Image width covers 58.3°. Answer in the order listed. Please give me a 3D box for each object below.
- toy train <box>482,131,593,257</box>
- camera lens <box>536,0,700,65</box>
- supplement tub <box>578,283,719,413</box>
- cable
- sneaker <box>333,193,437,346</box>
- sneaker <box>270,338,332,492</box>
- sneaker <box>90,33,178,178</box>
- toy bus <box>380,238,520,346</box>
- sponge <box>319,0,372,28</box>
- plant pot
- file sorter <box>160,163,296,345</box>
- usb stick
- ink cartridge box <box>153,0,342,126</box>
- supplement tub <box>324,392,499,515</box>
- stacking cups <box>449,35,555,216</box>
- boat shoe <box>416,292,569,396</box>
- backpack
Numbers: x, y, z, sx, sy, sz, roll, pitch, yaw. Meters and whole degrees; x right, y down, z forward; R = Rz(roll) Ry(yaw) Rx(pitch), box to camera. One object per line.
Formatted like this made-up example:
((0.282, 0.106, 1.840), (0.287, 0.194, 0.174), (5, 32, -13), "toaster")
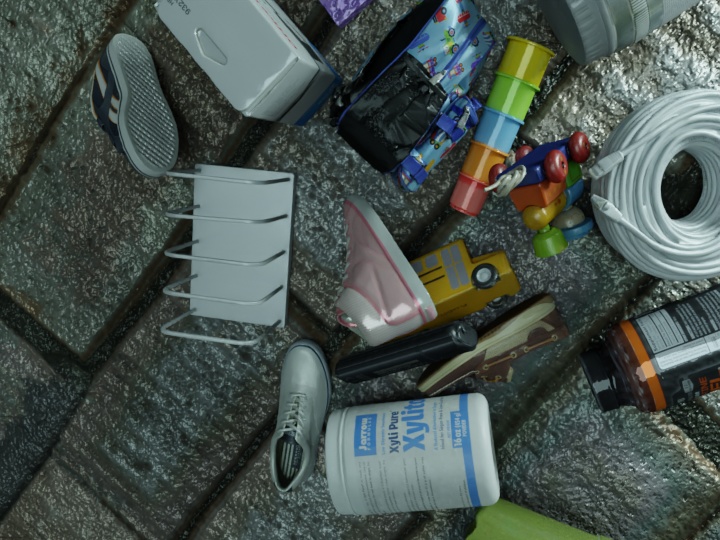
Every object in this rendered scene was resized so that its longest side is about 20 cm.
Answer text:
((0.190, -0.065, 0.698), (0.084, 0.199, 0.118), (-8, 109, 43), "toy train")
((0.275, -0.322, 0.632), (0.198, 0.160, 0.162), (-31, 93, 15), "camera lens")
((0.355, 0.094, 0.732), (0.197, 0.107, 0.109), (-24, 94, 14), "supplement tub")
((0.352, -0.090, 0.701), (0.200, 0.069, 0.200), (-42, 100, 1), "cable")
((0.000, 0.000, 0.753), (0.104, 0.076, 0.202), (-31, 55, 1), "sneaker")
((-0.079, 0.195, 0.849), (0.071, 0.071, 0.205), (5, 100, 10), "sneaker")
((-0.285, -0.191, 0.808), (0.079, 0.078, 0.203), (-34, 64, 35), "sneaker")
((0.088, 0.026, 0.782), (0.197, 0.065, 0.079), (-25, 56, 14), "toy bus")
((-0.041, -0.405, 0.765), (0.111, 0.030, 0.201), (-37, 91, 14), "sponge")
((0.208, 0.373, 0.778), (0.187, 0.199, 0.203), (26, 103, 17), "plant pot")
((-0.167, -0.024, 0.804), (0.136, 0.125, 0.205), (6, 100, 9), "file sorter")
((0.052, 0.103, 0.787), (0.198, 0.055, 0.033), (-23, 60, 37), "usb stick")
((-0.112, -0.246, 0.716), (0.083, 0.200, 0.146), (-41, 90, 14), "ink cartridge box")
((0.066, 0.227, 0.796), (0.196, 0.132, 0.135), (-9, 98, 11), "supplement tub")
((0.159, -0.162, 0.749), (0.059, 0.060, 0.204), (21, 103, 6), "stacking cups")
((0.163, 0.108, 0.791), (0.198, 0.072, 0.073), (-34, 91, 8), "boat shoe")
((0.070, -0.203, 0.708), (0.134, 0.183, 0.201), (41, 93, -7), "backpack")
